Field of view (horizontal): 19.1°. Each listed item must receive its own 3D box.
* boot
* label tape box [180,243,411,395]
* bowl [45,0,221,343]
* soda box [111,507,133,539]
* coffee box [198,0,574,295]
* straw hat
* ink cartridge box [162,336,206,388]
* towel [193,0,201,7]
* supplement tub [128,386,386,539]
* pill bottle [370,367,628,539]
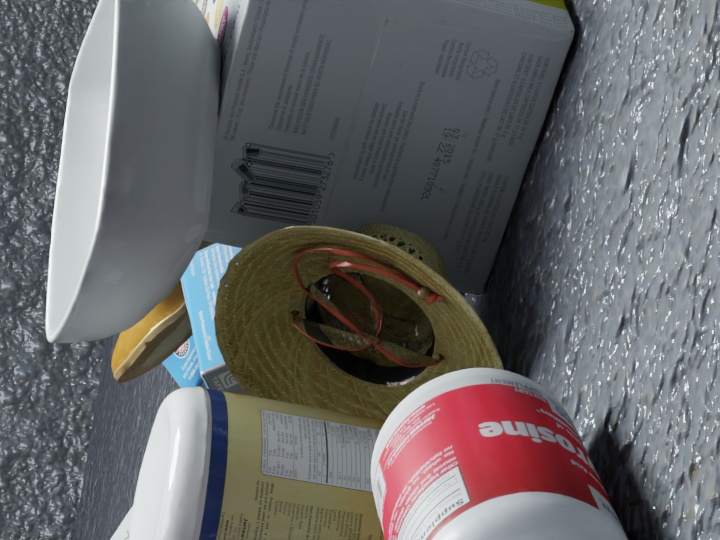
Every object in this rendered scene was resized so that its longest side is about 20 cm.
[{"bbox_3d":[-0.162,-0.029,1.597,0.202,0.144,0.071,-52,-16,25],"label":"boot"},{"bbox_3d":[-0.020,0.012,1.483,0.144,0.199,0.066,-108,-6,-55],"label":"label tape box"},{"bbox_3d":[-0.137,-0.063,1.301,0.200,0.074,0.202,128,148,-63],"label":"bowl"},{"bbox_3d":[-0.139,0.204,1.693,0.201,0.063,0.068,-56,36,25],"label":"soda box"},{"bbox_3d":[0.001,-0.135,1.365,0.198,0.198,0.201,-100,24,-56],"label":"coffee box"},{"bbox_3d":[0.012,0.021,1.291,0.202,0.200,0.085,116,179,-49],"label":"straw hat"},{"bbox_3d":[-0.136,-0.024,1.688,0.200,0.084,0.145,51,131,22],"label":"ink cartridge box"},{"bbox_3d":[-0.042,-0.139,1.523,0.034,0.199,0.133,12,77,66],"label":"towel"},{"bbox_3d":[-0.028,0.153,1.249,0.144,0.198,0.146,-169,90,-77],"label":"supplement tub"},{"bbox_3d":[0.071,0.137,1.024,0.200,0.111,0.113,-108,32,-65],"label":"pill bottle"}]
